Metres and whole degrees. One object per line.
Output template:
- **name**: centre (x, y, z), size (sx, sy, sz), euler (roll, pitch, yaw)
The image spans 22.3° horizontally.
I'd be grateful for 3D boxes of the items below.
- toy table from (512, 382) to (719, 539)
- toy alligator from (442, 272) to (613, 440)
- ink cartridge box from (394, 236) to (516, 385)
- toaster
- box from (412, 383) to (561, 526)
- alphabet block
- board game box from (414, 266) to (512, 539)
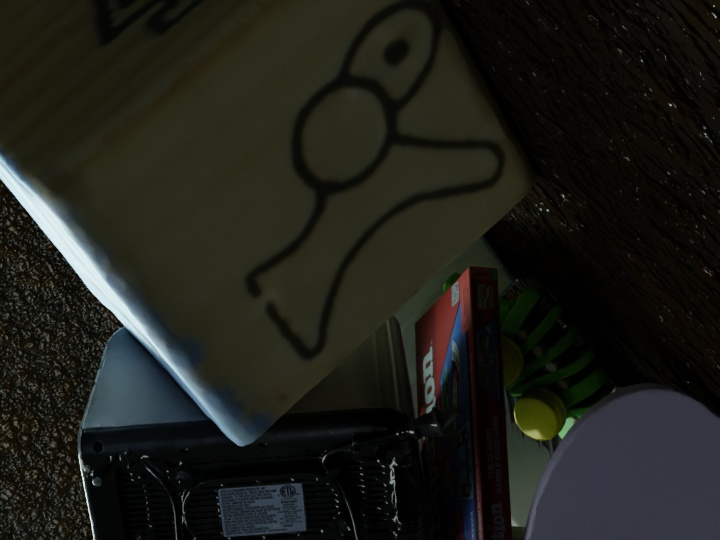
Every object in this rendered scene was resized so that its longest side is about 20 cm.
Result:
- **toy table**: centre (0.146, 0.158, 0.982), size (0.182, 0.202, 0.117), euler (16, -178, 0)
- **toy alligator**: centre (0.126, 0.072, 1.062), size (0.200, 0.059, 0.054), euler (50, 130, -3)
- **ink cartridge box**: centre (0.000, 0.000, 1.163), size (0.068, 0.115, 0.200), euler (51, 172, -25)
- **toaster**: centre (-0.046, 0.123, 0.983), size (0.119, 0.198, 0.182), euler (-94, -1, -56)
- **box**: centre (0.101, 0.131, 1.218), size (0.200, 0.068, 0.082), euler (41, 170, 41)
- **alphabet block**: centre (-0.068, -0.074, 0.897), size (0.196, 0.200, 0.196), euler (39, 166, 48)
- **board game box**: centre (0.055, 0.110, 0.996), size (0.103, 0.019, 0.202), euler (127, 144, -66)
